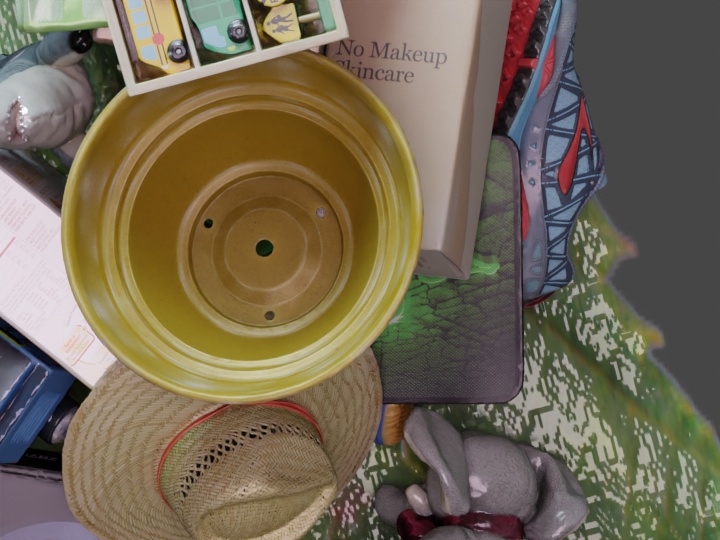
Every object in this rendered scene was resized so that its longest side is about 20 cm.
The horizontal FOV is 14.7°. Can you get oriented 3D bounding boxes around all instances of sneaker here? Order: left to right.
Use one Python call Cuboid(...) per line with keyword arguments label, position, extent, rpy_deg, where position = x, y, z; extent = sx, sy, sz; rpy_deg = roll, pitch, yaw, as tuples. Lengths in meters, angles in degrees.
Cuboid(label="sneaker", position=(0.001, 0.005, 1.718), extent=(0.088, 0.075, 0.201), rpy_deg=(3, 91, 14))
Cuboid(label="sneaker", position=(0.107, -0.078, 1.712), extent=(0.095, 0.079, 0.201), rpy_deg=(8, 96, -35))

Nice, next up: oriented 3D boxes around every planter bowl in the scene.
Cuboid(label="planter bowl", position=(-0.059, -0.019, 1.543), extent=(0.199, 0.083, 0.202), rpy_deg=(-2, 78, 8))

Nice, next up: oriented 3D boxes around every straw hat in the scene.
Cuboid(label="straw hat", position=(-0.064, 0.120, 1.607), extent=(0.200, 0.085, 0.202), rpy_deg=(-13, 127, -18))

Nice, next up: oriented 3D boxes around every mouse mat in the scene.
Cuboid(label="mouse mat", position=(0.000, 0.000, 1.676), extent=(0.199, 0.008, 0.162), rpy_deg=(-1, 91, 15))

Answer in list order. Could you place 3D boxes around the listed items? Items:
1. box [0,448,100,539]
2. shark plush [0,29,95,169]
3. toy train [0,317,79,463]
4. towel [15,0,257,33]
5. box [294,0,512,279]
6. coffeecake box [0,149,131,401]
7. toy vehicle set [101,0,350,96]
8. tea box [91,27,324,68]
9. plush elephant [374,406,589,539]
Cuboid(label="box", position=(-0.215, 0.212, 1.708), extent=(0.163, 0.086, 0.201), rpy_deg=(9, 94, -3))
Cuboid(label="shark plush", position=(-0.204, -0.113, 1.624), extent=(0.083, 0.200, 0.091), rpy_deg=(-11, 118, -12))
Cuboid(label="toy train", position=(-0.255, 0.036, 1.667), extent=(0.200, 0.114, 0.087), rpy_deg=(37, 92, 10))
Cuboid(label="towel", position=(-0.123, -0.232, 1.512), extent=(0.148, 0.031, 0.201), rpy_deg=(-4, 94, 3))
Cuboid(label="box", position=(0.028, -0.103, 1.630), extent=(0.094, 0.078, 0.201), rpy_deg=(5, 79, 16))
Cuboid(label="coffeecake box", position=(-0.201, -0.022, 1.657), extent=(0.200, 0.154, 0.073), rpy_deg=(39, 95, -4))
Cuboid(label="toy vehicle set", position=(-0.090, -0.205, 1.491), extent=(0.124, 0.027, 0.201), rpy_deg=(-16, 96, 2))
Cuboid(label="tea box", position=(-0.074, -0.222, 1.626), extent=(0.133, 0.197, 0.201), rpy_deg=(7, 93, -2))
Cuboid(label="plush elephant", position=(0.057, 0.166, 1.692), extent=(0.199, 0.156, 0.164), rpy_deg=(-27, 140, 31))
